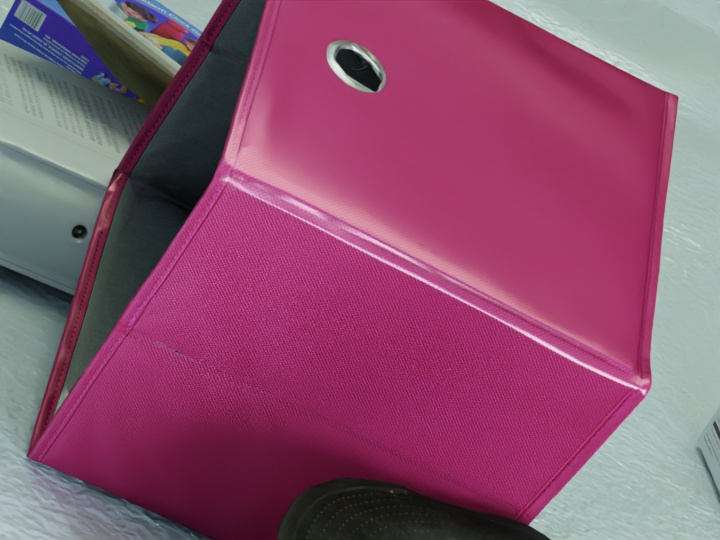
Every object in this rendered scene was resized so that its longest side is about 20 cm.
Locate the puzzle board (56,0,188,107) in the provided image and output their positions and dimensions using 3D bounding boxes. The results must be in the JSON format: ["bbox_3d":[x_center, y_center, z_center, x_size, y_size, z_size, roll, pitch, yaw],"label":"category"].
[{"bbox_3d":[-0.084,-0.086,1.503,0.151,0.017,0.200,37,-5,13],"label":"puzzle board"}]

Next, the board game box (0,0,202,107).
[{"bbox_3d":[-0.098,-0.095,1.683,0.200,0.045,0.134,35,19,12],"label":"board game box"}]

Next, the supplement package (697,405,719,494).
[{"bbox_3d":[0.314,0.127,1.640,0.200,0.111,0.156,25,19,-16],"label":"supplement package"}]

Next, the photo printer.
[{"bbox_3d":[-0.138,-0.043,1.448,0.200,0.070,0.166,23,18,-23],"label":"photo printer"}]

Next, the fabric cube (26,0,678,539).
[{"bbox_3d":[0.000,0.000,1.266,0.199,0.200,0.196,26,41,-12],"label":"fabric cube"}]

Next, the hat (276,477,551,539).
[{"bbox_3d":[0.037,0.174,1.131,0.200,0.081,0.201,26,26,-14],"label":"hat"}]
